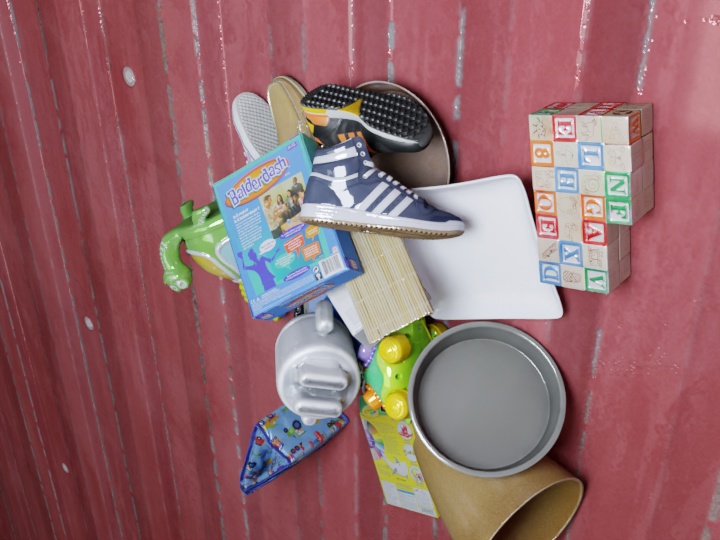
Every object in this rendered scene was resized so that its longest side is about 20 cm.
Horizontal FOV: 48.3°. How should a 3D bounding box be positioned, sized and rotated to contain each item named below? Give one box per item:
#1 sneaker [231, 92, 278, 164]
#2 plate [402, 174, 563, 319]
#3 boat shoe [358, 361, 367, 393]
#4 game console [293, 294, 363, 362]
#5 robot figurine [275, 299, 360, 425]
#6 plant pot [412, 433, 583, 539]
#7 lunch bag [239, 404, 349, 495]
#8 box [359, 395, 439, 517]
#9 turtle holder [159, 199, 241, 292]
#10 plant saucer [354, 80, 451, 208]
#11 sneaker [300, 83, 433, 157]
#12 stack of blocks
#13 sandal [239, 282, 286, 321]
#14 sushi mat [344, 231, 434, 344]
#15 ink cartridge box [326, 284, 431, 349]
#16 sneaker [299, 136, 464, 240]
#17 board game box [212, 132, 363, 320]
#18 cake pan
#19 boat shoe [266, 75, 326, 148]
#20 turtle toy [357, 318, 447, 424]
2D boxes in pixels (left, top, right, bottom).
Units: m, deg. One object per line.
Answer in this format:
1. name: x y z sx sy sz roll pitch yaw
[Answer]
1. sneaker: -0.160 -0.167 1.243 0.114 0.073 0.201 -19 98 51
2. plate: 0.145 -0.028 1.017 0.200 0.032 0.200 -3 119 40
3. boat shoe: 0.020 0.151 1.240 0.199 0.068 0.074 -6 107 46
4. game console: -0.049 0.026 1.240 0.171 0.118 0.200 -111 17 -72
5. robot figurine: -0.061 0.128 1.118 0.200 0.113 0.170 -110 33 -70
6. plant pot: 0.167 0.286 1.106 0.200 0.186 0.187 44 138 38
7. lunch bag: -0.133 0.314 1.421 0.094 0.150 0.200 47 137 15
8. box: 0.069 0.288 1.285 0.117 0.048 0.200 1 115 45
9. turtle holder: -0.198 -0.047 1.181 0.141 0.185 0.132 -5 118 46
10. plant saucer: 0.045 -0.155 1.071 0.200 0.034 0.201 23 128 34
11. sneaker: 0.013 -0.175 1.029 0.200 0.070 0.090 23 145 33
12. stack of blocks: 0.255 -0.079 0.884 0.115 0.059 0.200 11 119 41
13. sandal: -0.164 0.003 1.335 0.079 0.087 0.200 22 147 39
14. sushi mat: 0.014 -0.014 1.018 0.096 0.012 0.200 -31 69 22
15. ink cartridge box: 0.000 0.000 1.096 0.050 0.109 0.200 46 -173 -46
16. sneaker: 0.032 -0.098 0.972 0.070 0.200 0.109 117 160 -83
17. board game box: -0.099 -0.056 1.051 0.152 0.045 0.200 -26 72 21
18. cake pan: 0.160 0.166 1.034 0.200 0.200 0.037 45 168 17
19. boat shoe: -0.090 -0.183 1.158 0.072 0.076 0.200 -25 93 49
20. turtle toy: 0.051 0.115 1.121 0.101 0.146 0.200 -6 91 35
